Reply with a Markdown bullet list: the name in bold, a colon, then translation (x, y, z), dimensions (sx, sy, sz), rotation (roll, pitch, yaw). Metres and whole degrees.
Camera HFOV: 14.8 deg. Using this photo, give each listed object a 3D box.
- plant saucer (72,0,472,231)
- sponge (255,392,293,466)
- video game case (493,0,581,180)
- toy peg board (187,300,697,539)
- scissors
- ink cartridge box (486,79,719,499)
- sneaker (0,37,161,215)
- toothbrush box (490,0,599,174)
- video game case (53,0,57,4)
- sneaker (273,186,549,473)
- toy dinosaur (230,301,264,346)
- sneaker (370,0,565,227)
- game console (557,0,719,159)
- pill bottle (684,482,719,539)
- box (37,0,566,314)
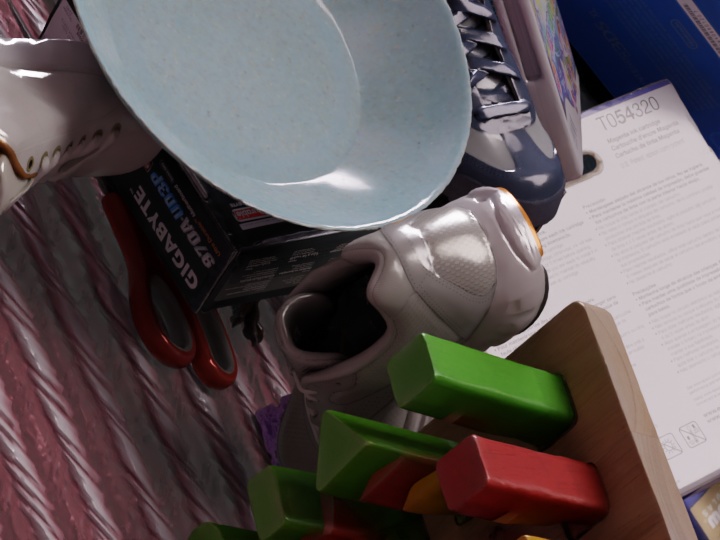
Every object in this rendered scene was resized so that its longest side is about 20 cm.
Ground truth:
- **plant saucer**: translation (-0.044, -0.097, 1.151), dimensions (0.201, 0.039, 0.201), rotation (20, 51, -27)
- **sponge**: translation (0.027, 0.136, 1.311), dimensions (0.200, 0.030, 0.112), rotation (36, 29, -51)
- **video game case**: translation (0.072, -0.158, 1.339), dimensions (0.143, 0.018, 0.200), rotation (-83, 156, -66)
- **toy peg board**: translation (0.027, 0.139, 1.077), dimensions (0.098, 0.200, 0.200), rotation (16, 44, -40)
- **scissors**: translation (-0.109, -0.035, 1.251), dimensions (0.073, 0.014, 0.200), rotation (11, 50, -63)
- **ink cartridge box**: translation (0.129, 0.021, 1.404), dimensions (0.196, 0.043, 0.200), rotation (-22, 76, -33)
- **sneaker**: translation (-0.144, -0.046, 1.091), dimensions (0.200, 0.073, 0.085), rotation (10, 54, -53)
- **toothbrush box**: translation (0.068, -0.064, 1.547), dimensions (0.200, 0.146, 0.085), rotation (63, 18, 14)
- **video game case**: translation (-0.132, -0.179, 1.404), dimensions (0.143, 0.018, 0.200), rotation (59, 18, 2)
- **sneaker**: translation (-0.006, 0.033, 1.152), dimensions (0.092, 0.200, 0.076), rotation (-7, 60, -32)
- **toy dinosaur**: translation (-0.034, -0.022, 1.304), dimensions (0.047, 0.088, 0.200), rotation (37, 26, -53)
- **sneaker**: translation (0.033, -0.111, 1.233), dimensions (0.070, 0.082, 0.200), rotation (-18, 63, -43)
- **game console**: translation (0.149, -0.161, 1.507), dimensions (0.200, 0.170, 0.119), rotation (47, 49, -33)
- **pill bottle**: translation (0.140, 0.129, 1.479), dimensions (0.200, 0.120, 0.120), rotation (56, 18, -10)
- **box**: translation (-0.025, -0.069, 1.255), dimensions (0.200, 0.046, 0.159), rotation (-12, 58, -40)
